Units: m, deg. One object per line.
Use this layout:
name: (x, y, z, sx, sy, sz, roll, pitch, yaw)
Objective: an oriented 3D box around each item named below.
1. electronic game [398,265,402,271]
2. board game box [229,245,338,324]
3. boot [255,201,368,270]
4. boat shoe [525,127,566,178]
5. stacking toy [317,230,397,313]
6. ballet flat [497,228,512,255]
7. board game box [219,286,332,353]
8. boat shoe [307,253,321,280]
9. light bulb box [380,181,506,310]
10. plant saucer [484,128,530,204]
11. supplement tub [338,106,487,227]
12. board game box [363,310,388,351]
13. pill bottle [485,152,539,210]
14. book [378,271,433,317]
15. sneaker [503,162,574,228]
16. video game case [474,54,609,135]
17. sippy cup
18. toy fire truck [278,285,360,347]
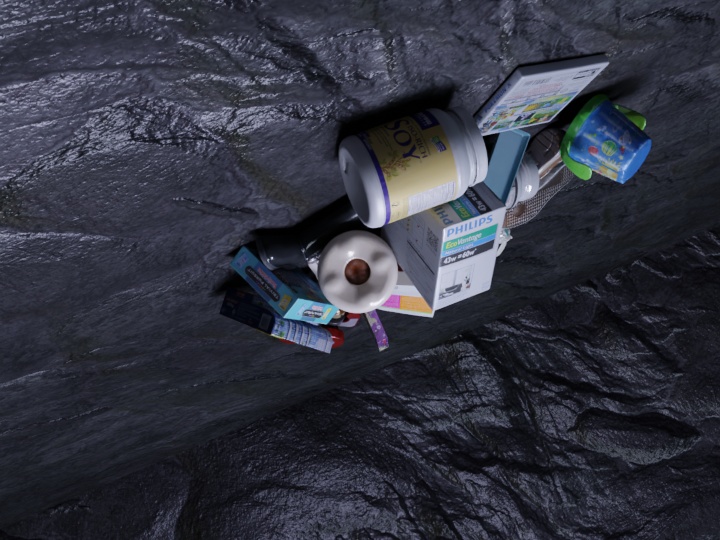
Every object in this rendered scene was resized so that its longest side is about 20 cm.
electronic game: (0.158, -0.005, 1.850, 0.197, 0.042, 0.200, -3, 158, -1)
board game box: (-0.139, 0.030, 1.710, 0.047, 0.151, 0.200, -51, 160, 9)
boot: (-0.074, -0.070, 1.637, 0.198, 0.066, 0.165, -25, 174, 14)
boat shoe: (0.342, -0.208, 1.798, 0.071, 0.076, 0.199, -11, 162, -47)
stacking toy: (0.000, 0.000, 1.701, 0.145, 0.147, 0.200, -25, 180, 4)
ballet flat: (0.272, -0.050, 1.983, 0.071, 0.072, 0.200, -18, 166, -20)
board game box: (-0.145, 0.104, 1.813, 0.199, 0.062, 0.199, 21, 177, -40)
boat shoe: (-0.050, -0.023, 1.820, 0.092, 0.075, 0.200, -18, 166, 4)
light bulb box: (0.134, -0.080, 1.556, 0.124, 0.199, 0.201, -20, 141, -20)
plant saucer: (0.245, -0.161, 1.639, 0.069, 0.202, 0.019, 15, -174, -33)
supplement tub: (0.080, -0.163, 1.397, 0.198, 0.147, 0.146, -21, 165, -13)
board game box: (0.011, 0.074, 2.008, 0.032, 0.202, 0.120, -24, 166, 1)
pill bottle: (0.231, -0.158, 1.712, 0.198, 0.117, 0.116, -17, 164, -25)
book: (0.093, 0.047, 1.877, 0.132, 0.049, 0.200, 3, 164, 1)
sneaker: (0.344, -0.167, 1.874, 0.199, 0.085, 0.073, -39, 137, -2)
video game case: (0.293, -0.292, 1.529, 0.198, 0.022, 0.182, -16, 163, -31)
sippy cup: (0.460, -0.235, 1.684, 0.178, 0.130, 0.140, -53, 158, 3)
toy fire truck: (-0.093, 0.081, 1.959, 0.198, 0.113, 0.168, 7, 153, -12)
